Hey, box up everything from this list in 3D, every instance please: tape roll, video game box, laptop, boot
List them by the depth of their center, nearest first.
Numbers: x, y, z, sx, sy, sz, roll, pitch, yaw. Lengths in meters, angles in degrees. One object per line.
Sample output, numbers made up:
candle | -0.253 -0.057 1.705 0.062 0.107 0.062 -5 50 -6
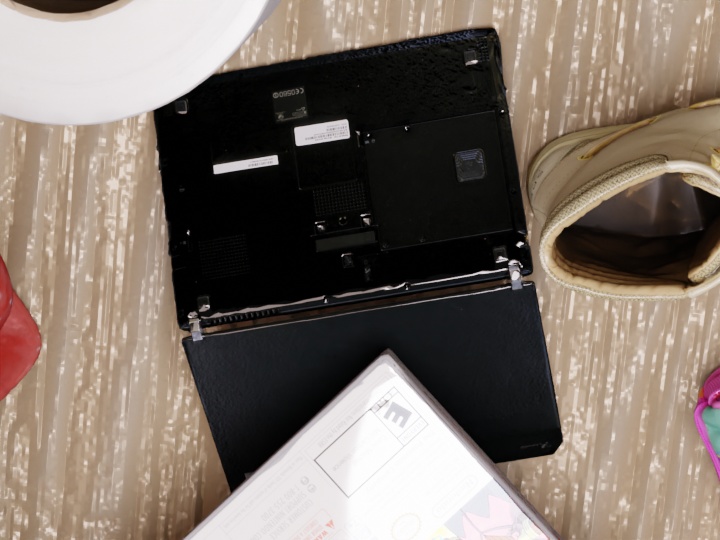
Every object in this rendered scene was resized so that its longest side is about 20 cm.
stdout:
tape roll | -0.124 -0.175 0.989 0.202 0.139 0.204 1 104 3
boot | 0.175 -0.041 0.990 0.199 0.155 0.073 -10 102 6
video game box | 0.003 0.170 1.040 0.200 0.047 0.182 -42 89 5
laptop | 0.000 0.000 1.086 0.176 0.103 0.201 -9 76 5

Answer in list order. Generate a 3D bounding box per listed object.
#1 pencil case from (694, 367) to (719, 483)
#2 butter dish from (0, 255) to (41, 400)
pencil case | 0.228 0.135 1.065 0.088 0.088 0.201 -18 99 8
butter dish | -0.244 0.001 0.994 0.200 0.199 0.148 53 143 -7
